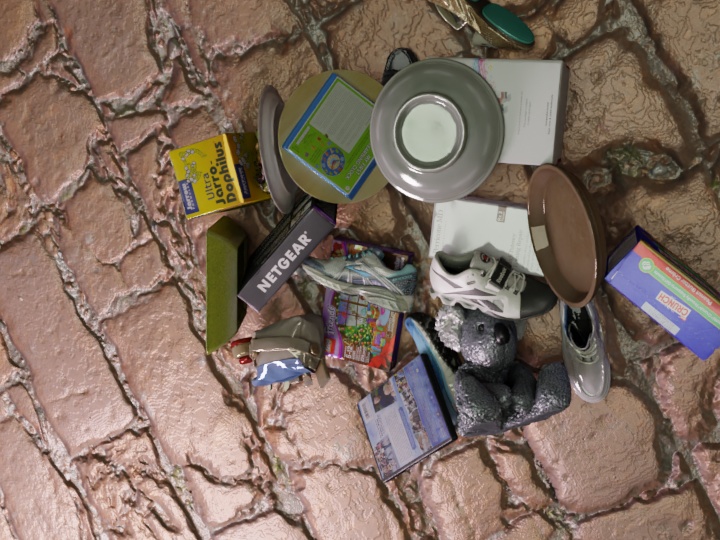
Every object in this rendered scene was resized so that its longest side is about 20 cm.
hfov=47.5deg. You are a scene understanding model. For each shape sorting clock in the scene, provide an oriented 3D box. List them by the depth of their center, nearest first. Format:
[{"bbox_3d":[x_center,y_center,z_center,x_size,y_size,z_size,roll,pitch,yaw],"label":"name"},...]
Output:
[{"bbox_3d":[-0.029,-0.204,1.257,0.196,0.039,0.204,0,92,-5],"label":"shape sorting clock"}]

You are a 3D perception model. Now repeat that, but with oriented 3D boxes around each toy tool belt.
[{"bbox_3d":[-0.136,0.156,1.381,0.198,0.124,0.125,-22,76,34],"label":"toy tool belt"}]

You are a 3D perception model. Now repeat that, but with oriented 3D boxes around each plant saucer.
[{"bbox_3d":[0.284,-0.050,1.125,0.029,0.200,0.204,-14,95,-9],"label":"plant saucer"},{"bbox_3d":[0.100,-0.194,1.147,0.197,0.050,0.204,4,101,19],"label":"plant saucer"},{"bbox_3d":[-0.222,0.019,1.378,0.047,0.200,0.204,2,101,-1],"label":"plant saucer"}]

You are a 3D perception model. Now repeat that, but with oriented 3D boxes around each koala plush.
[{"bbox_3d":[0.200,0.140,1.255,0.174,0.184,0.203,-8,70,-11],"label":"koala plush"}]

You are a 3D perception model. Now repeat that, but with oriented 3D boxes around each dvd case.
[{"bbox_3d":[0.071,0.243,1.330,0.200,0.017,0.145,-44,58,43],"label":"dvd case"}]

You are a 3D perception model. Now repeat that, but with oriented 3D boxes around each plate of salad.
[{"bbox_3d":[-0.138,-0.190,1.300,0.047,0.200,0.204,-5,98,11],"label":"plate of salad"}]

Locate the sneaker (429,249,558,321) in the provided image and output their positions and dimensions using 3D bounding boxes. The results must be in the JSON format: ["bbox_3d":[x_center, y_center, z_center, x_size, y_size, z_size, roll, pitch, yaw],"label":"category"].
[{"bbox_3d":[0.195,0.015,1.219,0.197,0.075,0.089,8,134,18],"label":"sneaker"}]

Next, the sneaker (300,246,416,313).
[{"bbox_3d":[0.000,0.000,1.322,0.197,0.078,0.088,18,92,8],"label":"sneaker"}]

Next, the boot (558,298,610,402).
[{"bbox_3d":[0.336,0.114,1.248,0.072,0.095,0.204,-12,95,20],"label":"boot"}]

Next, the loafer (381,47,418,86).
[{"bbox_3d":[0.063,-0.250,1.296,0.071,0.063,0.204,4,101,16],"label":"loafer"}]

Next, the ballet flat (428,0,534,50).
[{"bbox_3d":[0.176,-0.385,1.244,0.200,0.070,0.066,43,137,10],"label":"ballet flat"}]

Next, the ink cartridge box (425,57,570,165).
[{"bbox_3d":[0.199,-0.236,1.209,0.196,0.145,0.147,7,103,18],"label":"ink cartridge box"}]

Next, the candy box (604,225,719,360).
[{"bbox_3d":[0.430,0.024,1.145,0.169,0.200,0.077,41,109,7],"label":"candy box"}]

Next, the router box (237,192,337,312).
[{"bbox_3d":[-0.117,-0.045,1.343,0.051,0.150,0.200,37,111,-15],"label":"router box"}]

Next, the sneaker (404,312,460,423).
[{"bbox_3d":[0.116,0.167,1.343,0.089,0.078,0.203,-25,90,24],"label":"sneaker"}]

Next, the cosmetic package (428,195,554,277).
[{"bbox_3d":[0.211,-0.057,1.275,0.196,0.074,0.104,9,101,16],"label":"cosmetic package"}]

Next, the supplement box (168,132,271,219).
[{"bbox_3d":[-0.204,-0.158,1.329,0.108,0.200,0.111,-14,95,20],"label":"supplement box"}]

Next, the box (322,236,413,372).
[{"bbox_3d":[0.007,0.056,1.379,0.135,0.039,0.204,12,103,17],"label":"box"}]
